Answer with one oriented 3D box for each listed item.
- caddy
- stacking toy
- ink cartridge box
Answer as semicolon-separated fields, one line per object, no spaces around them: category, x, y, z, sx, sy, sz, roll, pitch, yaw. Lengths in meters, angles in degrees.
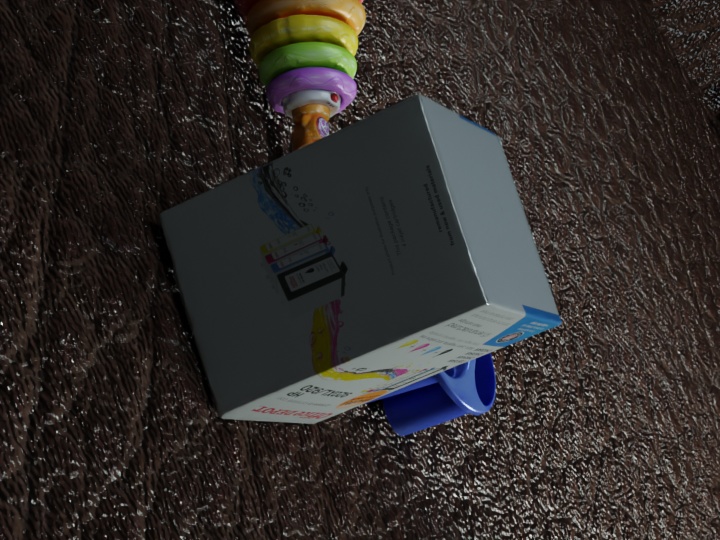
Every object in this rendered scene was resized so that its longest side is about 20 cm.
caddy;0.042;0.025;1.615;0.141;0.105;0.201;41;31;-50
stacking toy;-0.042;-0.157;1.658;0.116;0.109;0.201;34;47;-59
ink cartridge box;0.000;0.000;1.405;0.147;0.199;0.145;14;55;-65
